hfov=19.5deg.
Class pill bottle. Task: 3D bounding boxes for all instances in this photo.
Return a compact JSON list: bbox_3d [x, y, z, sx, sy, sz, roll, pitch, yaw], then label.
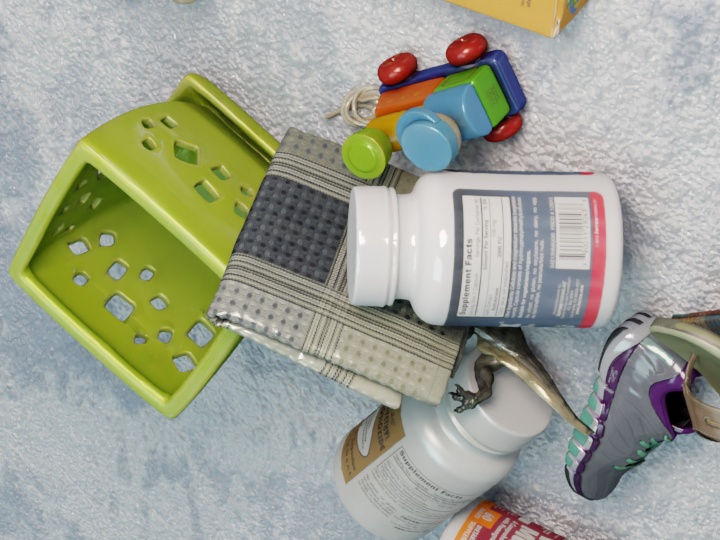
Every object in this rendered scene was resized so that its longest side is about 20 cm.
[{"bbox_3d":[0.163,0.286,1.830,0.199,0.110,0.110,24,132,19],"label":"pill bottle"},{"bbox_3d":[0.072,0.143,1.789,0.114,0.114,0.200,46,135,-2],"label":"pill bottle"},{"bbox_3d":[0.092,-0.017,1.597,0.198,0.120,0.120,1,128,-5],"label":"pill bottle"}]

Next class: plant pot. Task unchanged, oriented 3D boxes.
[{"bbox_3d":[-0.148,-0.032,1.771,0.199,0.182,0.200,41,135,2],"label":"plant pot"}]

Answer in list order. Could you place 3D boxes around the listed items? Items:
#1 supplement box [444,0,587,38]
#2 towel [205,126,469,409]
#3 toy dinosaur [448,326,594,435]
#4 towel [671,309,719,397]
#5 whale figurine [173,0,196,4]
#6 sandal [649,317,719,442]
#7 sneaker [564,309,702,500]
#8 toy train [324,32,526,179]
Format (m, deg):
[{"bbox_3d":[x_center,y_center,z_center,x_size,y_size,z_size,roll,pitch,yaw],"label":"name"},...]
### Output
[{"bbox_3d":[0.073,-0.241,1.547,0.199,0.069,0.067,24,133,22],"label":"supplement box"},{"bbox_3d":[0.000,0.000,1.656,0.199,0.193,0.035,23,149,-2],"label":"towel"},{"bbox_3d":[0.101,0.064,1.687,0.201,0.088,0.048,57,156,25],"label":"toy dinosaur"},{"bbox_3d":[0.322,0.109,1.606,0.200,0.022,0.147,51,168,-5],"label":"towel"},{"bbox_3d":[-0.174,-0.286,1.683,0.159,0.104,0.200,47,160,-4],"label":"whale figurine"},{"bbox_3d":[0.284,0.115,1.568,0.201,0.057,0.080,51,168,-4],"label":"sandal"},{"bbox_3d":[0.224,0.130,1.686,0.087,0.074,0.201,36,140,26],"label":"sneaker"},{"bbox_3d":[0.021,-0.110,1.641,0.199,0.116,0.085,-11,114,40],"label":"toy train"}]
